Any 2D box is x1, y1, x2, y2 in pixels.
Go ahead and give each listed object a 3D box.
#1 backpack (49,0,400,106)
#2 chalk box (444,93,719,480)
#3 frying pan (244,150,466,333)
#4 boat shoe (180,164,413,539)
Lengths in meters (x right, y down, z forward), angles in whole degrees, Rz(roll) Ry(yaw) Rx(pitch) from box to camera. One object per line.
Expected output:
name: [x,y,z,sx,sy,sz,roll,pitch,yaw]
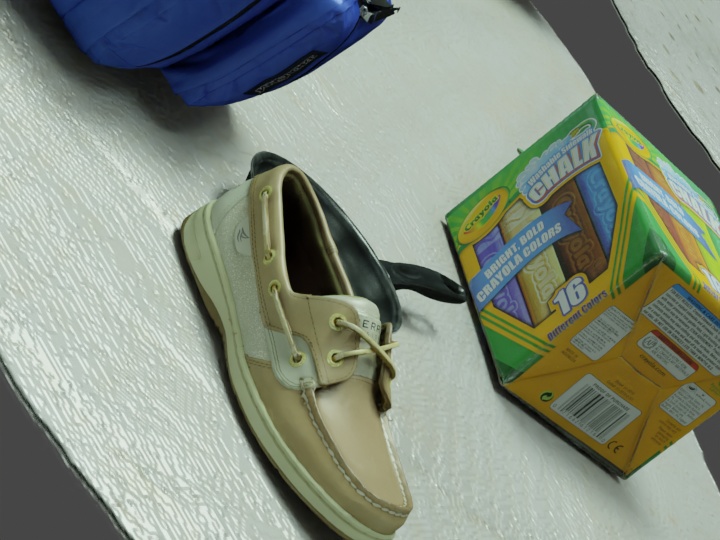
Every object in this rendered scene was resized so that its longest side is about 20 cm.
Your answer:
backpack: [-0.071,-0.173,1.372,0.168,0.162,0.200,56,19,4]
chalk box: [0.141,-0.005,1.599,0.125,0.124,0.200,37,24,-35]
frying pan: [-0.011,-0.014,1.416,0.115,0.031,0.190,54,16,6]
boat shoe: [-0.021,0.034,1.254,0.074,0.066,0.200,22,34,-54]
